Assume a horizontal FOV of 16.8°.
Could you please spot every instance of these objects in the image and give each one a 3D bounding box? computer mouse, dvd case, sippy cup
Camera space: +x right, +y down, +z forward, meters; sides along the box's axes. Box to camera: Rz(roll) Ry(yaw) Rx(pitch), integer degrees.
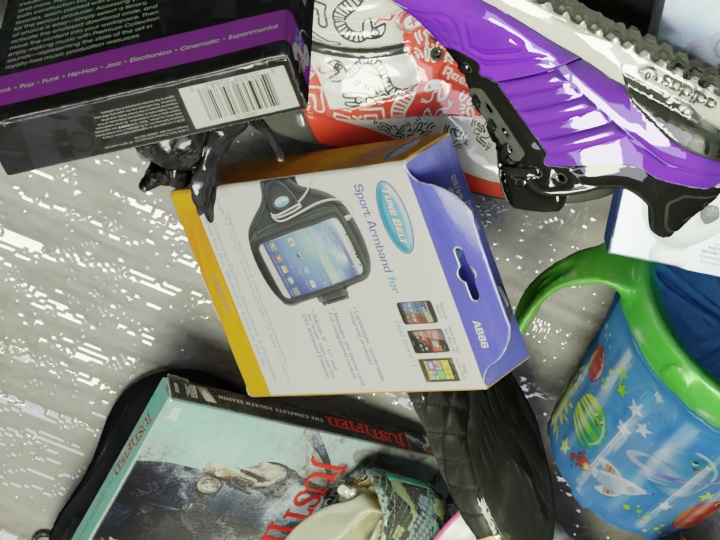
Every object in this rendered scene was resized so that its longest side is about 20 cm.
[{"bbox_3d":[-0.118,0.145,1.365,0.138,0.053,0.201,22,120,-6],"label":"computer mouse"},{"bbox_3d":[-0.048,0.135,1.329,0.199,0.022,0.146,15,122,-30],"label":"dvd case"},{"bbox_3d":[0.167,0.065,1.253,0.178,0.139,0.130,51,130,17],"label":"sippy cup"}]

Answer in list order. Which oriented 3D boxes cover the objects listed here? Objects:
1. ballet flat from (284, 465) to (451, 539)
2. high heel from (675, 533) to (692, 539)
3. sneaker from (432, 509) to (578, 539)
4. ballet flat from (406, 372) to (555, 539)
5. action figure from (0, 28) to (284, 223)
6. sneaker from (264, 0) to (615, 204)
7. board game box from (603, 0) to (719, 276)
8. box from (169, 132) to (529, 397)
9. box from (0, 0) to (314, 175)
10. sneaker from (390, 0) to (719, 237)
[{"bbox_3d":[-0.039,0.178,1.309,0.074,0.074,0.200,39,99,-17],"label":"ballet flat"},{"bbox_3d":[0.155,0.193,1.277,0.067,0.200,0.096,33,93,-1],"label":"high heel"},{"bbox_3d":[0.086,0.199,1.324,0.088,0.081,0.201,32,151,24],"label":"sneaker"},{"bbox_3d":[0.045,0.066,1.260,0.057,0.066,0.201,-34,74,37],"label":"ballet flat"},{"bbox_3d":[-0.117,-0.094,1.200,0.199,0.102,0.120,7,120,20],"label":"action figure"},{"bbox_3d":[0.046,-0.104,1.194,0.200,0.067,0.108,14,123,1],"label":"sneaker"},{"bbox_3d":[0.234,-0.088,1.169,0.199,0.043,0.200,11,104,-1],"label":"board game box"},{"bbox_3d":[0.000,0.000,1.197,0.199,0.041,0.120,-5,111,45],"label":"box"},{"bbox_3d":[-0.090,-0.132,1.116,0.142,0.201,0.036,-12,132,13],"label":"box"},{"bbox_3d":[0.080,-0.079,1.128,0.199,0.070,0.100,28,108,3],"label":"sneaker"}]
